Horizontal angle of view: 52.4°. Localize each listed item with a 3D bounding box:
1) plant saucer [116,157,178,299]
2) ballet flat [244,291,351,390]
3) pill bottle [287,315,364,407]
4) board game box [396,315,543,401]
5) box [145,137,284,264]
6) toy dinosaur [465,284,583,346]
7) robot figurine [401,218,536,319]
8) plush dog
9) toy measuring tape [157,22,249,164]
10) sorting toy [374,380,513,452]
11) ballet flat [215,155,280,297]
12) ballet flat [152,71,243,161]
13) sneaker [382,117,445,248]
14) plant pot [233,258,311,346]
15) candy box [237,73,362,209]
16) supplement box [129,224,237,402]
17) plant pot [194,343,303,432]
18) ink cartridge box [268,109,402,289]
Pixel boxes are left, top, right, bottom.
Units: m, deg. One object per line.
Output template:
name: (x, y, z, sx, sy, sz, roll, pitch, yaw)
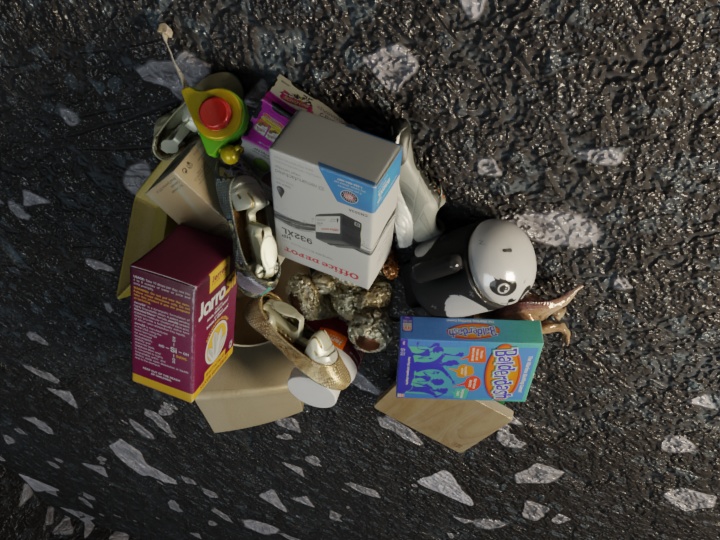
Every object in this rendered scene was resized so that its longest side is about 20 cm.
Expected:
plant saucer: (-0.317, -0.070, 1.158, 0.048, 0.201, 0.200, 18, 150, -30)
ballet flat: (-0.090, 0.103, 1.105, 0.199, 0.071, 0.065, 36, 130, 4)
pill bottle: (-0.045, 0.120, 1.217, 0.112, 0.201, 0.113, 14, 143, 11)
board game box: (0.153, 0.132, 1.069, 0.198, 0.045, 0.153, 1, 138, 2)
box: (-0.195, -0.081, 1.052, 0.200, 0.078, 0.095, 44, 140, -20)
toy dinosaur: (0.230, 0.063, 1.089, 0.135, 0.086, 0.200, 34, 145, -17)
robot figurine: (0.150, 0.003, 1.027, 0.199, 0.150, 0.125, -18, 112, 43)
plush dog: (0.000, 0.000, 1.112, 0.199, 0.160, 0.173, 27, 129, 30)
toy measuring tape: (-0.194, -0.234, 0.946, 0.073, 0.073, 0.201, -24, 88, 45)
sorting toy: (0.155, 0.237, 1.361, 0.198, 0.070, 0.200, 28, 144, -6)
ballet flat: (-0.144, -0.066, 0.983, 0.072, 0.072, 0.202, -13, 89, 39)
ballet flat: (-0.235, -0.209, 1.030, 0.069, 0.070, 0.199, 42, 140, -23)
sneaker: (0.071, -0.119, 0.981, 0.079, 0.074, 0.201, -9, 134, 4)
plant pot: (-0.194, 0.010, 1.201, 0.200, 0.201, 0.134, 41, 174, -22)
candy box: (-0.102, -0.158, 1.022, 0.136, 0.061, 0.200, 33, 142, -10)
supplement box: (-0.246, 0.059, 1.030, 0.103, 0.131, 0.201, 17, 123, 12)
plant pot: (-0.195, 0.180, 1.375, 0.176, 0.201, 0.200, 0, 150, 1)
ink cartridge box: (-0.033, -0.086, 0.942, 0.144, 0.084, 0.201, 21, 144, 13)
